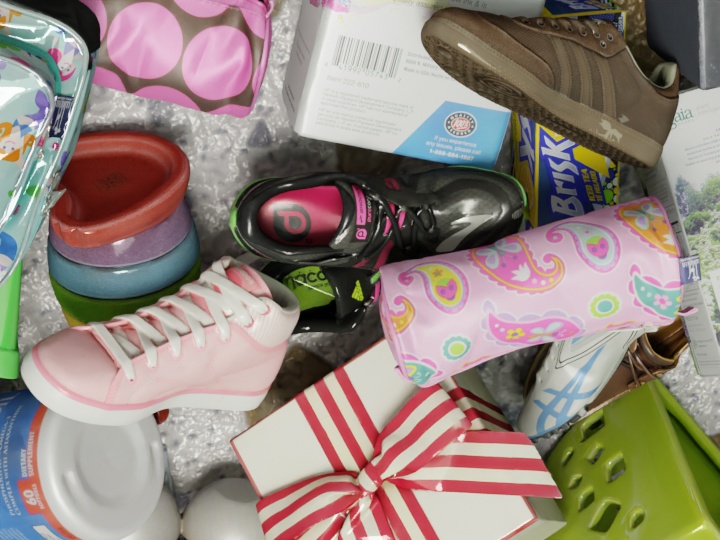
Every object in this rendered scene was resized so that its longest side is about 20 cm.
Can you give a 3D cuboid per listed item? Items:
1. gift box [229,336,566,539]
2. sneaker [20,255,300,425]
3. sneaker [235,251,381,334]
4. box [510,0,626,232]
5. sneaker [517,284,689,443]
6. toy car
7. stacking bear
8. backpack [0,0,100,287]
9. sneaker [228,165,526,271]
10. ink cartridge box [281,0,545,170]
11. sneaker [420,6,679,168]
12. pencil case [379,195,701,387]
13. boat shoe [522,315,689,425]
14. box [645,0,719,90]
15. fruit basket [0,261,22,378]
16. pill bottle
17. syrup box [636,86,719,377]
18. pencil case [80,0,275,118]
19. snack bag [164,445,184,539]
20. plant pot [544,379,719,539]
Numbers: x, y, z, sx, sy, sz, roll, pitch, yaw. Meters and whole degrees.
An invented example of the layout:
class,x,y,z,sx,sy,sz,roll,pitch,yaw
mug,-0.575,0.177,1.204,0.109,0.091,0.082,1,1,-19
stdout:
class,x,y,z,sx,sy,sz,roll,pitch,yaw
gift box,0.043,0.158,1.029,0.184,0.187,0.201,-39,70,7
sneaker,-0.119,0.037,0.935,0.199,0.075,0.105,3,126,-48
sneaker,0.000,0.000,1.044,0.198,0.088,0.074,-20,116,0
box,0.145,-0.094,1.034,0.064,0.070,0.202,-6,115,-9
sneaker,0.161,0.047,1.044,0.072,0.072,0.201,36,130,7
toy car,-0.140,0.254,1.083,0.198,0.150,0.176,7,109,-14
stacking bear,-0.166,0.016,1.016,0.113,0.121,0.201,-22,130,-28
backpack,-0.256,-0.080,0.851,0.176,0.151,0.201,20,114,-11
sneaker,0.011,-0.029,0.956,0.198,0.084,0.077,-5,95,3
ink cartridge box,0.042,-0.184,0.967,0.143,0.085,0.201,9,114,-15
sneaker,0.125,-0.136,0.938,0.199,0.070,0.076,24,86,-33
pencil case,0.111,0.014,0.928,0.198,0.088,0.088,-14,116,0
boat shoe,0.207,0.052,1.114,0.200,0.068,0.072,-42,114,11
box,0.293,-0.245,0.960,0.197,0.123,0.202,-10,114,-6
fruit basket,-0.335,0.044,0.987,0.214,0.155,0.218,-2,98,-15
pill bottle,-0.243,0.141,1.018,0.199,0.113,0.113,-14,122,35
syrup box,0.257,-0.031,1.032,0.078,0.081,0.202,-16,86,-2
pencil case,-0.155,-0.167,0.943,0.198,0.091,0.094,11,143,-15
snack bag,-0.228,0.240,1.155,0.187,0.021,0.202,-11,113,-5
plant pot,0.221,0.234,1.136,0.181,0.199,0.200,-37,116,16
